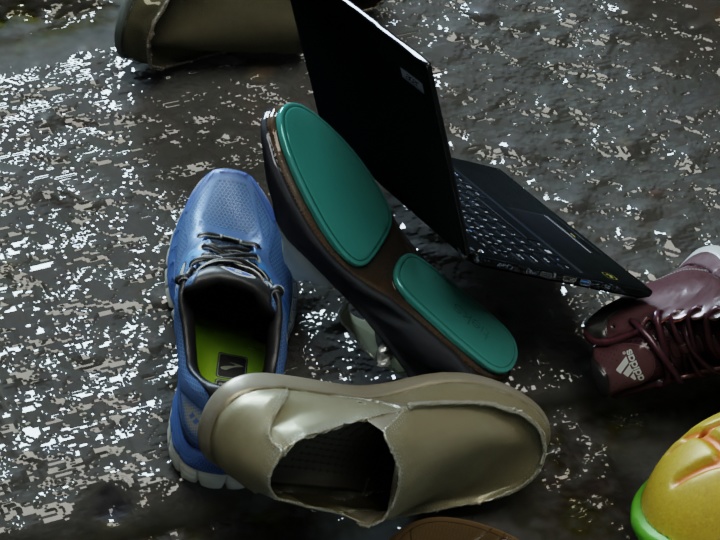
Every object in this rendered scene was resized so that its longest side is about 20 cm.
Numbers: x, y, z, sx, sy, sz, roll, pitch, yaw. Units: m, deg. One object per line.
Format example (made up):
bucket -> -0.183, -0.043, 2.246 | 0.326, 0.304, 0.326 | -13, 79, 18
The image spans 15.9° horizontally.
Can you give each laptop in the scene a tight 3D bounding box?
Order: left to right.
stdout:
laptop -> 0.058, -0.079, 1.425 | 0.199, 0.104, 0.177 | 11, 20, -33

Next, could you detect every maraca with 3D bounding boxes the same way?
maraca -> 0.228, 0.119, 1.366 | 0.137, 0.108, 0.199 | 21, 30, 37

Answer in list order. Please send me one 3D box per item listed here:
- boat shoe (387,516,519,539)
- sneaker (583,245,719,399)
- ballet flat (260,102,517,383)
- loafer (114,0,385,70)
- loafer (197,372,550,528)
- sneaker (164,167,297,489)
boat shoe -> 0.087, 0.192, 1.303 | 0.199, 0.065, 0.072 | 27, 56, 37
sneaker -> 0.188, 0.047, 1.407 | 0.115, 0.076, 0.200 | -22, 13, -13
ballet flat -> 0.000, 0.000, 1.410 | 0.200, 0.073, 0.073 | 47, 50, -10
loafer -> -0.060, -0.169, 1.579 | 0.199, 0.076, 0.070 | -26, 54, -29
loafer -> 0.014, 0.098, 1.340 | 0.199, 0.076, 0.068 | 2, 31, -25
sneaker -> -0.066, 0.017, 1.406 | 0.078, 0.089, 0.201 | 4, 49, -9
